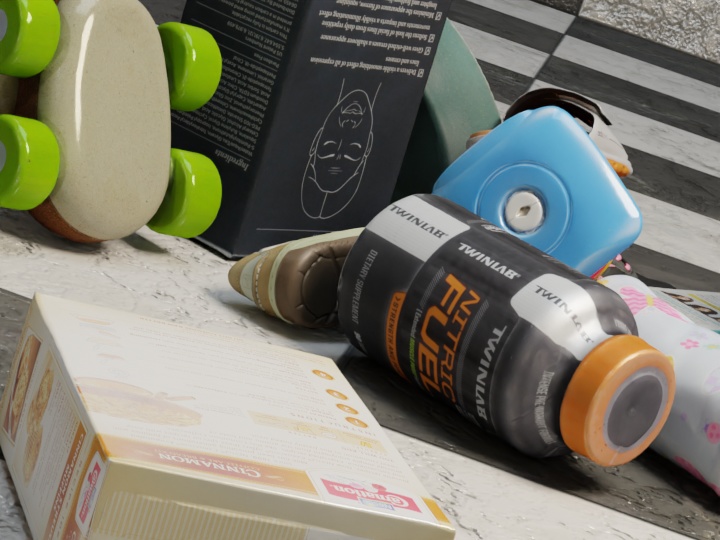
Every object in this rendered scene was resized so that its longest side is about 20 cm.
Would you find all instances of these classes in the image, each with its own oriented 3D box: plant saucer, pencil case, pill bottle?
[{"bbox_3d":[0.029,-0.114,1.748,0.036,0.201,0.200,-29,38,-26],"label":"plant saucer"},{"bbox_3d":[0.200,0.072,1.465,0.090,0.084,0.200,0,21,-35],"label":"pencil case"},{"bbox_3d":[0.086,0.038,1.399,0.106,0.107,0.200,4,19,-45],"label":"pill bottle"}]

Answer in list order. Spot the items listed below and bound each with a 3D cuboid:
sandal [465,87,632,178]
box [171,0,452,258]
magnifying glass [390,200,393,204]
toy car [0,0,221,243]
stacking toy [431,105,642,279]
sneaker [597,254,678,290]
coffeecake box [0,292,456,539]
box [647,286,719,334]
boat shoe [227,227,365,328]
[{"bbox_3d":[0.129,-0.096,1.646,0.079,0.060,0.206,-2,-5,22],"label":"sandal"},{"bbox_3d":[-0.045,-0.118,1.642,0.107,0.201,0.148,26,15,36],"label":"box"},{"bbox_3d":[0.043,-0.035,1.826,0.079,0.023,0.200,18,12,-1],"label":"magnifying glass"},{"bbox_3d":[-0.212,-0.088,1.547,0.199,0.159,0.164,-9,-12,43],"label":"toy car"},{"bbox_3d":[0.130,-0.028,1.574,0.110,0.116,0.200,55,13,16],"label":"stacking toy"},{"bbox_3d":[0.146,-0.010,1.701,0.199,0.096,0.079,14,12,-24],"label":"sneaker"},{"bbox_3d":[-0.066,0.089,1.068,0.153,0.073,0.200,14,14,-20],"label":"coffeecake box"},{"bbox_3d":[0.230,0.049,1.668,0.199,0.049,0.082,5,19,-44],"label":"box"},{"bbox_3d":[0.000,0.000,1.538,0.076,0.072,0.199,9,3,42],"label":"boat shoe"}]
